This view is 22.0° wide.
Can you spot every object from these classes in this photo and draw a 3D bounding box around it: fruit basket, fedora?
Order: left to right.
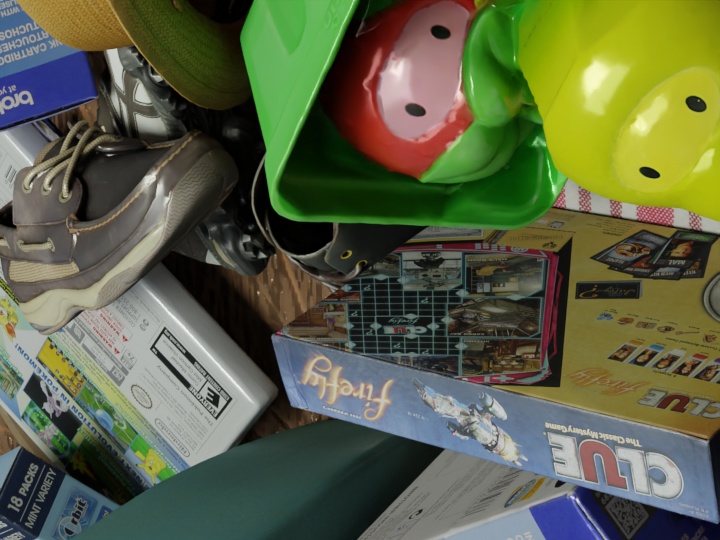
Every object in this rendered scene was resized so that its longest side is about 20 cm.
[{"bbox_3d":[-0.103,-0.156,0.749,0.082,0.201,0.201,-15,107,22],"label":"fedora"},{"bbox_3d":[0.068,-0.088,0.653,0.215,0.155,0.217,-3,87,55],"label":"fruit basket"}]

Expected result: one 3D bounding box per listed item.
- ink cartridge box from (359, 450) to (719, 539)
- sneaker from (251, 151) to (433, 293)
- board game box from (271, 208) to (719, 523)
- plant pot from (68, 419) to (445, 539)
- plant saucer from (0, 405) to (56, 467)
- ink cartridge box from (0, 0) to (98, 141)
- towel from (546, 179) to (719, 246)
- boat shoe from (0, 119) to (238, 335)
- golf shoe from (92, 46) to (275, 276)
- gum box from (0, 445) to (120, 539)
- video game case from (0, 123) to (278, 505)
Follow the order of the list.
[{"bbox_3d":[0.096,0.100,0.771,0.076,0.136,0.200,54,138,-5],"label":"ink cartridge box"},{"bbox_3d":[0.000,0.000,0.825,0.075,0.106,0.201,17,126,33],"label":"sneaker"},{"bbox_3d":[0.084,0.026,0.709,0.199,0.135,0.035,12,124,41],"label":"board game box"},{"bbox_3d":[-0.035,0.158,0.889,0.141,0.200,0.142,-7,111,43],"label":"plant pot"},{"bbox_3d":[-0.144,0.063,1.053,0.200,0.029,0.201,22,128,31],"label":"plant saucer"},{"bbox_3d":[-0.187,-0.148,0.881,0.136,0.076,0.201,-134,30,-63],"label":"ink cartridge box"},{"bbox_3d":[0.144,-0.052,0.725,0.199,0.030,0.147,19,127,36],"label":"towel"},{"bbox_3d":[-0.126,-0.026,0.849,0.073,0.075,0.200,49,145,-9],"label":"boat shoe"},{"bbox_3d":[-0.100,-0.089,0.881,0.094,0.078,0.201,-1,114,42],"label":"golf shoe"},{"bbox_3d":[-0.156,0.183,1.060,0.200,0.045,0.170,34,147,-22],"label":"gum box"},{"bbox_3d":[-0.150,0.042,1.009,0.200,0.022,0.182,46,137,7],"label":"video game case"}]
